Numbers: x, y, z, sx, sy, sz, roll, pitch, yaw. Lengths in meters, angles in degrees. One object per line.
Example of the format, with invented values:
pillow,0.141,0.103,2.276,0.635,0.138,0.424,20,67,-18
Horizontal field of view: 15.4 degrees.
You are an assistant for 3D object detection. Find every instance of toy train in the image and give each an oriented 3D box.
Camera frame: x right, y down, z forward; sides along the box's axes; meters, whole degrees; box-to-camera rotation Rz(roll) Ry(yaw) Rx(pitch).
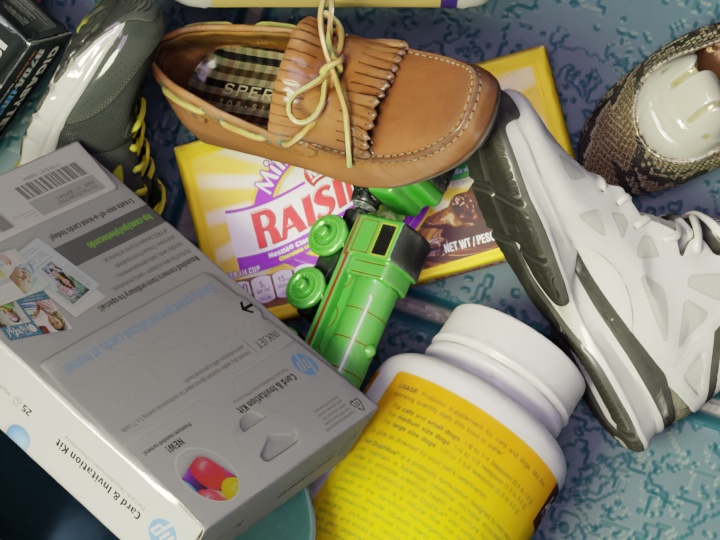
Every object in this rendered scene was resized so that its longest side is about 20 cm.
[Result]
toy train,0.000,0.000,1.302,0.056,0.042,0.201,12,74,36

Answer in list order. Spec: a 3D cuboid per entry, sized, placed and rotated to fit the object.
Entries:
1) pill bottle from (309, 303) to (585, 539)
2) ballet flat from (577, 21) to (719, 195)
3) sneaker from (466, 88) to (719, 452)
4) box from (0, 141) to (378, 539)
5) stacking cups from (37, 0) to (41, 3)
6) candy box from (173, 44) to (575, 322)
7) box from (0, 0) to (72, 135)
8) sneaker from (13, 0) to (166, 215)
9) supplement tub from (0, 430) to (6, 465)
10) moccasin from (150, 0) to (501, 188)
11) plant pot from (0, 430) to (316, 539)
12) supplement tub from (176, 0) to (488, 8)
pill bottle,0.027,0.118,1.295,0.109,0.109,0.200,32,73,7
ballet flat,0.197,-0.098,1.315,0.199,0.075,0.068,-24,86,5
sneaker,0.134,-0.021,1.309,0.115,0.076,0.201,-32,111,-9
box,-0.109,0.035,1.207,0.200,0.156,0.041,39,123,13
stacking cups,-0.157,-0.213,1.376,0.060,0.061,0.201,19,95,7
candy box,0.012,-0.040,1.360,0.199,0.026,0.103,-16,82,6
box,-0.268,-0.126,1.359,0.200,0.046,0.159,42,115,7
sneaker,-0.129,-0.053,1.334,0.084,0.075,0.200,25,127,-6
supplement tub,-0.249,0.112,1.324,0.144,0.145,0.201,17,90,7
moccasin,-0.020,-0.090,1.282,0.201,0.078,0.074,18,77,41
plant pot,-0.138,0.128,1.221,0.200,0.200,0.135,36,121,7
supplement tub,-0.030,-0.201,1.302,0.199,0.145,0.146,0,88,1
